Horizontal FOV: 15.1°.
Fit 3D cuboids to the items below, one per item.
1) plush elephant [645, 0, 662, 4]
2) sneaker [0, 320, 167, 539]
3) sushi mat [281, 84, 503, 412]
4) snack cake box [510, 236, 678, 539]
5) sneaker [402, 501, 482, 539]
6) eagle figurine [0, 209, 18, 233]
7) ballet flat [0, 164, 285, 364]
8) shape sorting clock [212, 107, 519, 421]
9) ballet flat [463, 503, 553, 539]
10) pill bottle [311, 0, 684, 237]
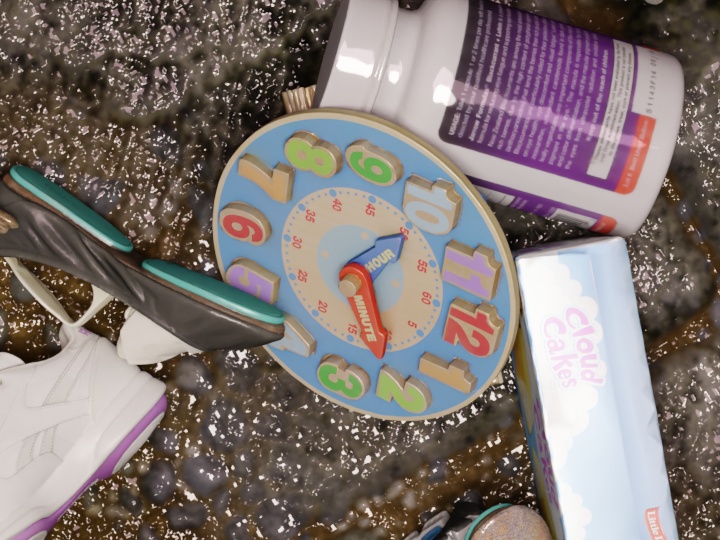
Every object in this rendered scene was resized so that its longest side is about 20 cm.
[{"bbox_3d":[0.219,-0.237,1.540,0.199,0.165,0.155,14,51,13],"label":"plush elephant"},{"bbox_3d":[-0.207,0.111,1.577,0.100,0.075,0.200,43,60,5],"label":"sneaker"},{"bbox_3d":[0.019,-0.019,1.622,0.095,0.012,0.201,-12,92,-1],"label":"sushi mat"},{"bbox_3d":[0.132,0.083,1.575,0.067,0.115,0.201,-11,91,-2],"label":"snack cake box"},{"bbox_3d":[0.012,0.230,1.600,0.200,0.075,0.087,-36,100,-3],"label":"sneaker"},{"bbox_3d":[-0.296,0.016,1.564,0.200,0.152,0.151,-46,112,-4],"label":"eagle figurine"},{"bbox_3d":[-0.138,0.011,1.591,0.199,0.068,0.069,29,100,14],"label":"ballet flat"},{"bbox_3d":[0.000,0.000,1.557,0.199,0.039,0.201,14,125,20],"label":"shape sorting clock"},{"bbox_3d":[0.098,0.212,1.550,0.068,0.201,0.067,-30,52,-19],"label":"ballet flat"},{"bbox_3d":[0.077,-0.097,1.563,0.199,0.111,0.112,16,91,-7],"label":"pill bottle"}]
